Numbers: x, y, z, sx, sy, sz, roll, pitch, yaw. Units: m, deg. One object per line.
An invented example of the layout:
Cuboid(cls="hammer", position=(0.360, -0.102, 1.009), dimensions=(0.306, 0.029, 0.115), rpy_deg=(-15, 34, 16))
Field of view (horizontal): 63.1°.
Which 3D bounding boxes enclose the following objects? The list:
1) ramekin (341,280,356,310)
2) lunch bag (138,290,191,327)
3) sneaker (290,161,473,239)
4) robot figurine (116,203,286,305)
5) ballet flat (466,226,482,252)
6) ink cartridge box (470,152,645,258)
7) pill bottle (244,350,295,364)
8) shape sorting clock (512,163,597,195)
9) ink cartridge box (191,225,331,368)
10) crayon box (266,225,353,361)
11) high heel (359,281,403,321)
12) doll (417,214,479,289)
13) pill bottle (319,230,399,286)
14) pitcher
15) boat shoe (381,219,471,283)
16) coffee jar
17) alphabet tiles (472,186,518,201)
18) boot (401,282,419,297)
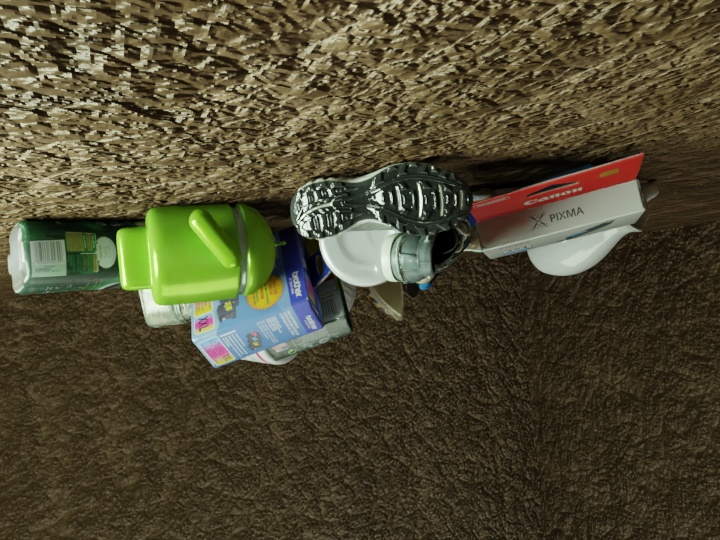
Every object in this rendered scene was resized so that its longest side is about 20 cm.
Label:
Cuboid(cls="ramekin", position=(-0.108, 0.021, 1.163), dimensions=(0.194, 0.206, 0.105), rpy_deg=(-6, 170, 5))
Cuboid(cls="lunch bag", position=(-0.255, 0.006, 0.983), dimensions=(0.163, 0.144, 0.200), rpy_deg=(-9, -179, 8))
Cuboid(cls="sneaker", position=(0.025, -0.077, 0.638), dimensions=(0.194, 0.076, 0.079), rpy_deg=(-1, -169, 17))
Cuboid(cls="robot figurine", position=(-0.193, -0.021, 0.722), dimensions=(0.195, 0.119, 0.175), rpy_deg=(-5, 179, -22))
Cuboid(cls="ballet flat", position=(0.168, -0.065, 0.959), dimensions=(0.194, 0.072, 0.069), rpy_deg=(-7, 178, 3))
Cuboid(cls="ink cartridge box", position=(0.237, -0.067, 0.710), dimensions=(0.195, 0.046, 0.176), rpy_deg=(-15, 169, 18))
Cuboid(cls="pill bottle", position=(-0.203, 0.107, 1.082), dimensions=(0.197, 0.117, 0.112), rpy_deg=(-2, -179, 44))
Cuboid(cls="shape sorting clock", position=(0.275, -0.100, 0.809), dimensions=(0.194, 0.040, 0.200), rpy_deg=(-11, 173, -1))
Cuboid(cls="ink cartridge box", position=(-0.131, 0.029, 0.812), dimensions=(0.195, 0.139, 0.077), rpy_deg=(-19, 141, 2))
Cuboid(cls="crayon box", position=(-0.092, 0.021, 0.884), dimensions=(0.124, 0.203, 0.051), rpy_deg=(-19, 142, 5))
Cuboid(cls="high heel", position=(0.000, 0.000, 1.009), dimensions=(0.071, 0.203, 0.142), rpy_deg=(-33, -172, -25))
Cuboid(cls="doll", position=(0.118, -0.037, 0.817), dimensions=(0.048, 0.139, 0.199), rpy_deg=(27, -145, 22))
Cuboid(cls="pill bottle", position=(0.010, -0.039, 0.795), dimensions=(0.116, 0.123, 0.200), rpy_deg=(-6, 178, 2))
Cuboid(cls="pitcher", position=(0.390, -0.078, 0.984), dimensions=(0.169, 0.123, 0.199), rpy_deg=(-24, 173, -37))
Cuboid(cls="boat shoe", position=(0.096, -0.028, 0.688), dimensions=(0.060, 0.075, 0.198), rpy_deg=(0, -168, 33))
Cuboid(cls="coffee jar", position=(-0.341, -0.019, 0.765), dimensions=(0.196, 0.088, 0.103), rpy_deg=(-3, 174, -42))
Cuboid(cls="alphabet tiles", position=(0.154, -0.105, 0.899), dimensions=(0.194, 0.015, 0.196), rpy_deg=(-6, 178, -6))
Cuboid(cls="boot", position=(0.029, -0.023, 1.078), dimensions=(0.196, 0.066, 0.186), rpy_deg=(25, -172, 14))
